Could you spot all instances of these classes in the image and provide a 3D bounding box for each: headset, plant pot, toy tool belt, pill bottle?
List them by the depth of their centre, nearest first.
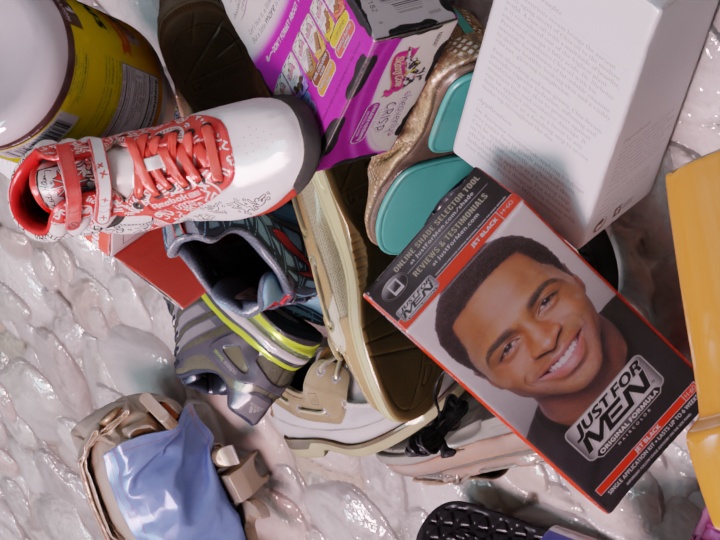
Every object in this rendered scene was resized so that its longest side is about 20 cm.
[{"bbox_3d":[0.246,0.014,1.435,0.200,0.200,0.184,-24,85,56],"label":"plant pot"},{"bbox_3d":[0.078,0.029,1.712,0.123,0.094,0.200,34,134,14],"label":"headset"},{"bbox_3d":[-0.192,-0.117,1.760,0.109,0.109,0.200,39,-172,21],"label":"pill bottle"},{"bbox_3d":[-0.126,0.179,2.087,0.200,0.125,0.123,58,155,-8],"label":"toy tool belt"}]

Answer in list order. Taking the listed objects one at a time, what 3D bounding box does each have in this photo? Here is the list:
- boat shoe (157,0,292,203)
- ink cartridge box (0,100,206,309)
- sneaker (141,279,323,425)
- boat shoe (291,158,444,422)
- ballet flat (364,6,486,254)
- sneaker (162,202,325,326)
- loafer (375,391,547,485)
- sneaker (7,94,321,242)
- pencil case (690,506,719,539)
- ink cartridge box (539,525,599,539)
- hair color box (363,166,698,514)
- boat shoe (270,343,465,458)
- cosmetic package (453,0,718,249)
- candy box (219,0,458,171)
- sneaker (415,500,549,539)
[{"bbox_3d":[-0.082,-0.106,1.833,0.065,0.071,0.200,-111,3,-52],"label":"boat shoe"},{"bbox_3d":[-0.154,-0.068,1.905,0.200,0.109,0.050,36,143,24],"label":"ink cartridge box"},{"bbox_3d":[-0.107,0.038,1.929,0.074,0.081,0.200,28,-176,-36],"label":"sneaker"},{"bbox_3d":[-0.002,0.000,1.794,0.063,0.073,0.201,-12,99,51],"label":"boat shoe"},{"bbox_3d":[0.042,-0.088,1.703,0.065,0.070,0.200,68,152,28],"label":"ballet flat"},{"bbox_3d":[-0.070,-0.001,1.814,0.079,0.096,0.200,-25,139,28],"label":"sneaker"},{"bbox_3d":[0.084,0.113,1.819,0.063,0.072,0.200,52,145,-11],"label":"loafer"},{"bbox_3d":[-0.122,-0.056,1.660,0.201,0.108,0.067,-12,87,46],"label":"sneaker"},{"bbox_3d":[0.276,0.203,1.643,0.200,0.091,0.094,32,179,29],"label":"pencil case"},{"bbox_3d":[0.210,0.243,1.702,0.200,0.043,0.196,45,168,-16],"label":"ink cartridge box"},{"bbox_3d":[0.106,0.042,1.616,0.200,0.102,0.061,41,180,-33],"label":"hair color box"},{"bbox_3d":[-0.005,0.080,1.889,0.200,0.075,0.068,-18,109,55],"label":"boat shoe"},{"bbox_3d":[0.125,-0.119,1.549,0.101,0.071,0.200,40,145,19],"label":"cosmetic package"},{"bbox_3d":[-0.029,-0.179,1.646,0.200,0.061,0.136,61,150,21],"label":"candy box"},{"bbox_3d":[0.127,0.212,1.875,0.200,0.072,0.083,27,165,34],"label":"sneaker"}]
